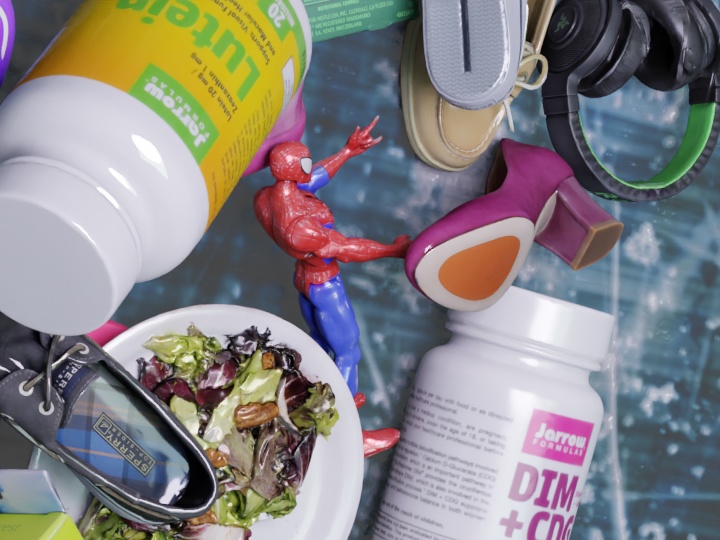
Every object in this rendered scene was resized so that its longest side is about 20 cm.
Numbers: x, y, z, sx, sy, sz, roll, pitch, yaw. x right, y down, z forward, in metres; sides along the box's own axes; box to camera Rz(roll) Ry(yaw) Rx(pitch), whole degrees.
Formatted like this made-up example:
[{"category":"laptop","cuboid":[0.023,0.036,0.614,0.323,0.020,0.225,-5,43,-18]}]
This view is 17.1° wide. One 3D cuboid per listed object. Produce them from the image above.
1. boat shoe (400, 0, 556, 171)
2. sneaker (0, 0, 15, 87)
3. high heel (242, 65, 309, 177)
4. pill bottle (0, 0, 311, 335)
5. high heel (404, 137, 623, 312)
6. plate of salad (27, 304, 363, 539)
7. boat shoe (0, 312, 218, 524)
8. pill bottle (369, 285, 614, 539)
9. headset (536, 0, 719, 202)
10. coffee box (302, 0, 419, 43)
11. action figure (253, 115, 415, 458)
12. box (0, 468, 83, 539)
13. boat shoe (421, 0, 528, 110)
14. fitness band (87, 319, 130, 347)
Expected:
[{"category":"boat shoe","cuboid":[0.077,-0.153,1.375,0.073,0.063,0.201,11,94,-36]},{"category":"sneaker","cuboid":[-0.207,-0.046,1.102,0.070,0.099,0.200,38,78,-37]},{"category":"high heel","cuboid":[-0.113,-0.052,1.262,0.200,0.067,0.096,-36,162,-25]},{"category":"pill bottle","cuboid":[-0.108,-0.065,1.128,0.111,0.111,0.200,59,40,-28]},{"category":"high heel","cuboid":[0.062,-0.032,1.343,0.200,0.096,0.068,-6,131,-57]},{"category":"plate of salad","cuboid":[-0.082,0.118,1.278,0.199,0.048,0.201,-7,105,-26]},{"category":"boat shoe","cuboid":[-0.146,0.060,1.170,0.200,0.066,0.070,47,67,-25]},{"category":"pill bottle","cuboid":[0.076,0.110,1.396,0.113,0.113,0.201,15,91,-35]},{"category":"headset","cuboid":[0.169,-0.141,1.421,0.123,0.094,0.201,-7,93,-33]},{"category":"coffee box","cuboid":[-0.035,-0.224,1.296,0.123,0.044,0.201,-17,109,-31]},{"category":"action figure","cuboid":[0.000,0.000,1.326,0.099,0.065,0.200,-30,130,-16]},{"category":"box","cuboid":[-0.171,0.194,1.237,0.048,0.122,0.200,-50,125,-42]},{"category":"boat shoe","cuboid":[0.060,-0.188,1.319,0.067,0.073,0.201,3,91,-77]},{"category":"fitness band","cuboid":[-0.139,0.111,1.300,0.200,0.037,0.144,43,72,-33]}]
